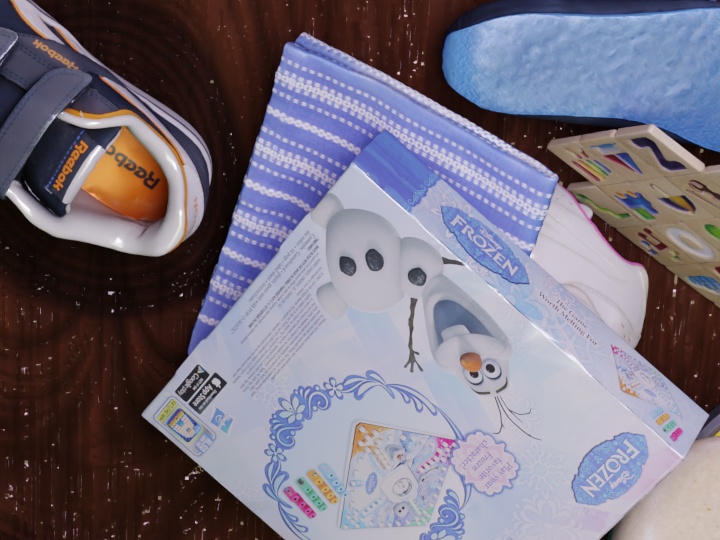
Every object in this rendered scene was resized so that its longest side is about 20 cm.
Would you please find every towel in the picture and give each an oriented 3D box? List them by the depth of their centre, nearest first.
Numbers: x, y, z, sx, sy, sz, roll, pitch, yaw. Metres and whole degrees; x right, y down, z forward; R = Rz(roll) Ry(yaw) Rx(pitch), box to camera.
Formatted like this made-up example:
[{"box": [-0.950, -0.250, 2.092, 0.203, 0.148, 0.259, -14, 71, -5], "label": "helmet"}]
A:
[{"box": [0.000, 0.000, 1.330, 0.145, 0.024, 0.200, 29, 129, 12], "label": "towel"}]

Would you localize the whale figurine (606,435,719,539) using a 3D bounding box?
[{"box": [0.214, 0.151, 1.385, 0.199, 0.160, 0.104, -3, 154, -17], "label": "whale figurine"}]

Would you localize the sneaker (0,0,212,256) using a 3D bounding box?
[{"box": [-0.156, -0.075, 1.311, 0.200, 0.079, 0.079, 28, 111, -14], "label": "sneaker"}]

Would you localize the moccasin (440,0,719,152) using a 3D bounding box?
[{"box": [0.137, -0.104, 1.325, 0.199, 0.068, 0.081, 11, 106, -9], "label": "moccasin"}]

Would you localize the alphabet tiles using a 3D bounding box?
[{"box": [0.185, -0.007, 1.330, 0.200, 0.166, 0.006, 36, 75, -18], "label": "alphabet tiles"}]

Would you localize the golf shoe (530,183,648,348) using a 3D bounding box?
[{"box": [0.056, -0.022, 1.360, 0.200, 0.092, 0.075, 45, 140, -1], "label": "golf shoe"}]

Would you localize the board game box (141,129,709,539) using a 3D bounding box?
[{"box": [0.026, 0.068, 1.320, 0.199, 0.043, 0.200, 42, 128, 1], "label": "board game box"}]

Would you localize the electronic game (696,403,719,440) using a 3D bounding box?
[{"box": [0.244, 0.141, 1.447, 0.199, 0.042, 0.201, -1, 106, -5], "label": "electronic game"}]
